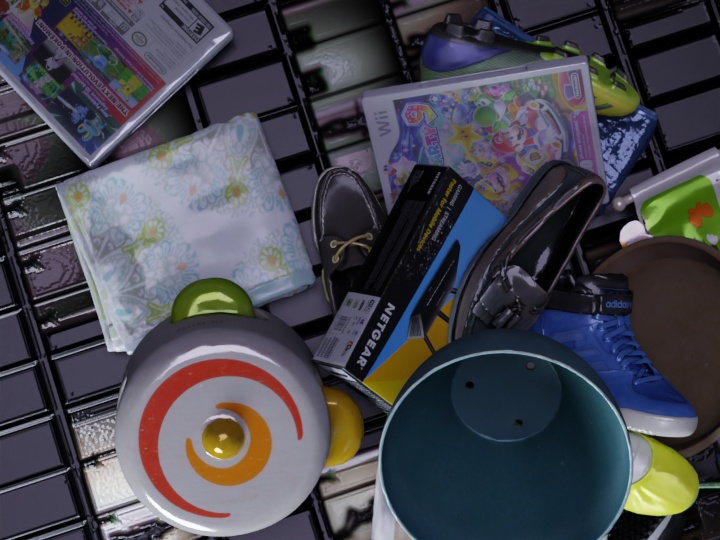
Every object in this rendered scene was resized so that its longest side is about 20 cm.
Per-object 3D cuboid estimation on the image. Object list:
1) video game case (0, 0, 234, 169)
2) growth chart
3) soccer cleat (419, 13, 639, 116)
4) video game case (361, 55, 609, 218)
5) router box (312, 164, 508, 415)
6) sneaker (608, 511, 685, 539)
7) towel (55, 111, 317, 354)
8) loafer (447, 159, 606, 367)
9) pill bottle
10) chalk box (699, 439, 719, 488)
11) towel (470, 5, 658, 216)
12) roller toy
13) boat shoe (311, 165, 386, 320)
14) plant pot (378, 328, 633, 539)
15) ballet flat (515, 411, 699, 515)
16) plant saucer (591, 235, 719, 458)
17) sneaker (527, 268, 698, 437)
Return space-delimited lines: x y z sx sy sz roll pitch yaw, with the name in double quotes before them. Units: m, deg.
"video game case" -0.247 -0.224 1.529 0.182 0.023 0.200 -44 83 -6
"growth chart" 0.327 -0.012 1.524 0.144 0.018 0.201 -34 96 -5
"soccer cleat" 0.148 -0.166 1.485 0.199 0.065 0.084 16 113 -4
"video game case" 0.112 -0.108 1.478 0.199 0.018 0.144 -8 122 10
"router box" 0.064 0.030 1.456 0.149 0.051 0.201 38 73 -35
"sneaker" 0.239 0.300 1.485 0.090 0.070 0.201 37 84 -14
"towel" -0.158 -0.032 1.507 0.199 0.048 0.172 -20 86 -4
"loafer" 0.143 -0.005 1.431 0.072 0.063 0.201 34 80 -32
"pill bottle" 0.111 0.225 1.458 0.199 0.111 0.112 4 84 -1
"chalk box" 0.385 0.175 1.467 0.199 0.124 0.125 -16 85 -2
"towel" 0.166 -0.143 1.528 0.199 0.049 0.112 33 85 1
"roller toy" -0.116 0.129 1.428 0.200 0.140 0.183 42 95 -12
"boat shoe" 0.000 0.000 1.502 0.071 0.061 0.203 -12 85 -2
"plant pot" 0.119 0.127 1.363 0.199 0.135 0.201 2 113 5
"ballet flat" 0.198 0.151 1.440 0.200 0.067 0.067 28 83 40
"plant saucer" 0.267 0.070 1.468 0.199 0.029 0.201 -12 72 38
"sneaker" 0.217 0.062 1.442 0.076 0.200 0.112 4 106 -40
